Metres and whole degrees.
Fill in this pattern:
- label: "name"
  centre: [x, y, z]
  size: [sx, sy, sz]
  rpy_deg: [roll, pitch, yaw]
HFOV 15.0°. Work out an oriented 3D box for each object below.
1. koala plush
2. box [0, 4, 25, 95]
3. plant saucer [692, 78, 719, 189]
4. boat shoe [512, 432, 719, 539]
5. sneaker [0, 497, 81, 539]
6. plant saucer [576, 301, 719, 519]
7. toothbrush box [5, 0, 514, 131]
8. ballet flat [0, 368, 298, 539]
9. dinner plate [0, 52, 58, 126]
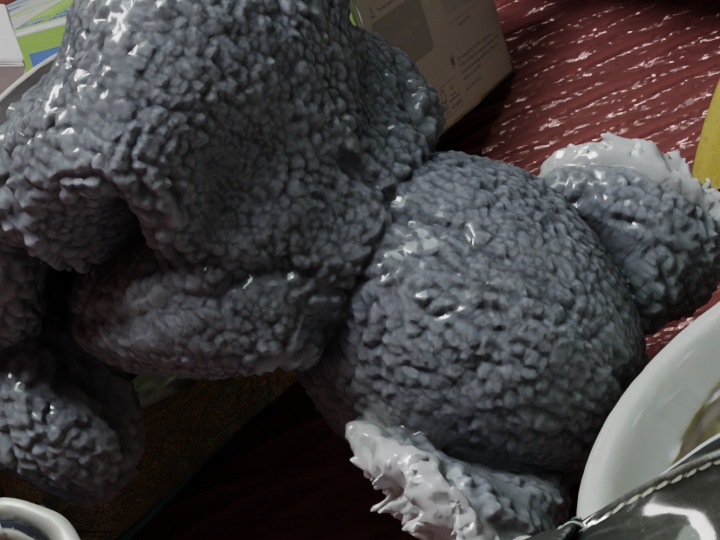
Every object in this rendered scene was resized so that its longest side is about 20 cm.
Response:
- label: "koala plush"
  centre: [0.000, 0.000, 0.802]
  size: [0.199, 0.184, 0.178]
  rpy_deg: [32, 60, 8]
- label: "box"
  centre: [-0.200, -0.002, 0.897]
  size: [0.143, 0.201, 0.036]
  rpy_deg: [-1, 41, -25]
- label: "plant saucer"
  centre: [0.223, -0.113, 0.935]
  size: [0.199, 0.049, 0.200]
  rpy_deg: [-6, 34, 34]
- label: "boat shoe"
  centre: [0.043, 0.097, 0.636]
  size: [0.200, 0.071, 0.072]
  rpy_deg: [-44, 46, 22]
- label: "sneaker"
  centre: [-0.121, 0.105, 0.825]
  size: [0.078, 0.080, 0.199]
  rpy_deg: [-41, 30, -26]
- label: "plant saucer"
  centre: [0.156, 0.054, 0.707]
  size: [0.199, 0.050, 0.201]
  rpy_deg: [-21, 29, 12]
- label: "toothbrush box"
  centre: [-0.061, -0.074, 1.028]
  size: [0.199, 0.087, 0.146]
  rpy_deg: [-14, 12, 24]
- label: "ballet flat"
  centre: [-0.046, 0.017, 0.920]
  size: [0.200, 0.071, 0.070]
  rpy_deg: [-40, 31, -25]
- label: "dinner plate"
  centre: [-0.127, 0.018, 0.890]
  size: [0.024, 0.201, 0.200]
  rpy_deg: [29, 49, 9]
